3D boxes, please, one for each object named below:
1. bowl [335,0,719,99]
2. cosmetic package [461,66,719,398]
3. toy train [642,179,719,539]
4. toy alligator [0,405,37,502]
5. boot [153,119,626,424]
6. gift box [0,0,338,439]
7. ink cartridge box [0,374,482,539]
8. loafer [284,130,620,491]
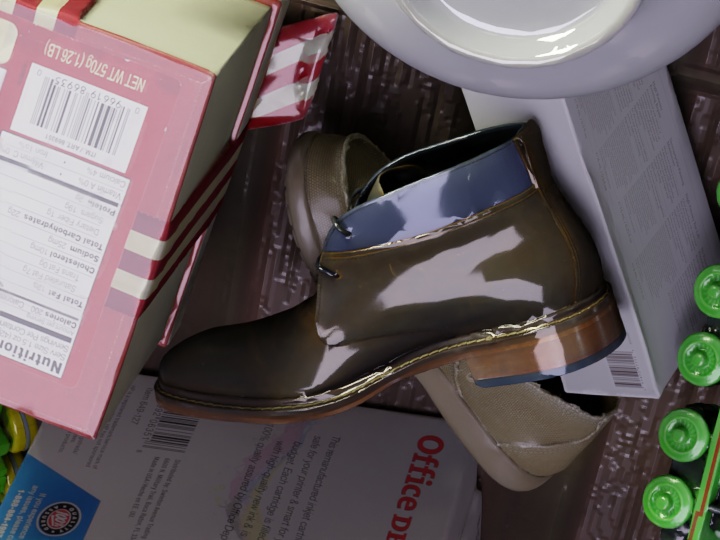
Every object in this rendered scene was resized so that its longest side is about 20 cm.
[{"bbox_3d":[0.059,-0.133,1.009,0.201,0.090,0.201,5,126,7],"label":"bowl"},{"bbox_3d":[0.091,-0.052,1.170,0.051,0.083,0.200,3,126,35],"label":"cosmetic package"},{"bbox_3d":[0.164,0.022,1.178,0.056,0.042,0.200,16,98,27],"label":"toy train"},{"bbox_3d":[-0.187,0.064,1.341,0.054,0.059,0.200,55,150,29],"label":"toy alligator"},{"bbox_3d":[0.000,0.000,1.158,0.200,0.075,0.097,-11,110,18],"label":"boot"},{"bbox_3d":[-0.124,-0.065,1.166,0.184,0.187,0.200,25,107,0],"label":"gift box"},{"bbox_3d":[-0.055,0.153,1.316,0.200,0.147,0.145,8,126,11],"label":"ink cartridge box"},{"bbox_3d":[0.042,0.009,1.240,0.067,0.076,0.200,-26,122,26],"label":"loafer"}]
